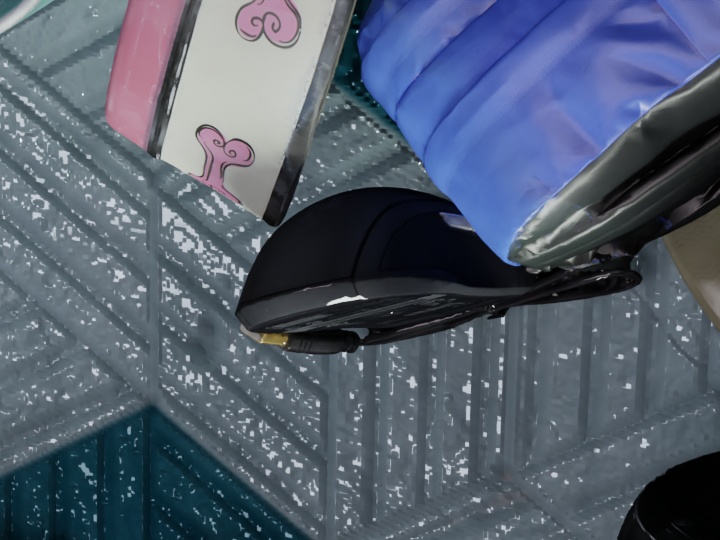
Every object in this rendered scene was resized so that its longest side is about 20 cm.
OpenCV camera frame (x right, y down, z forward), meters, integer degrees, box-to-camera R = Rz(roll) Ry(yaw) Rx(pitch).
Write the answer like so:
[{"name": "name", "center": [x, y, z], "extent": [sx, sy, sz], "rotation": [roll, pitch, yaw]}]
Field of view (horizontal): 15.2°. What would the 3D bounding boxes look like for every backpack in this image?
[{"name": "backpack", "center": [0.096, -0.105, 0.927], "extent": [0.200, 0.162, 0.168], "rotation": [-47, 70, 19]}]

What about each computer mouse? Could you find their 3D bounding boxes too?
[{"name": "computer mouse", "center": [0.000, 0.000, 1.002], "extent": [0.140, 0.200, 0.046], "rotation": [-14, 82, 35]}]

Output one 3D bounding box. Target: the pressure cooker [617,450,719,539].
[{"name": "pressure cooker", "center": [0.172, 0.173, 0.918], "extent": [0.179, 0.176, 0.200], "rotation": [19, 116, 52]}]

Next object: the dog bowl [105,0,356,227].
[{"name": "dog bowl", "center": [-0.035, -0.121, 0.962], "extent": [0.074, 0.200, 0.200], "rotation": [16, 114, -4]}]

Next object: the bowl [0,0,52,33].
[{"name": "bowl", "center": [-0.140, -0.190, 1.044], "extent": [0.201, 0.105, 0.201], "rotation": [10, 106, 36]}]

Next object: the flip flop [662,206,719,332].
[{"name": "flip flop", "center": [0.170, 0.042, 0.997], "extent": [0.081, 0.058, 0.200], "rotation": [-21, 95, 30]}]
